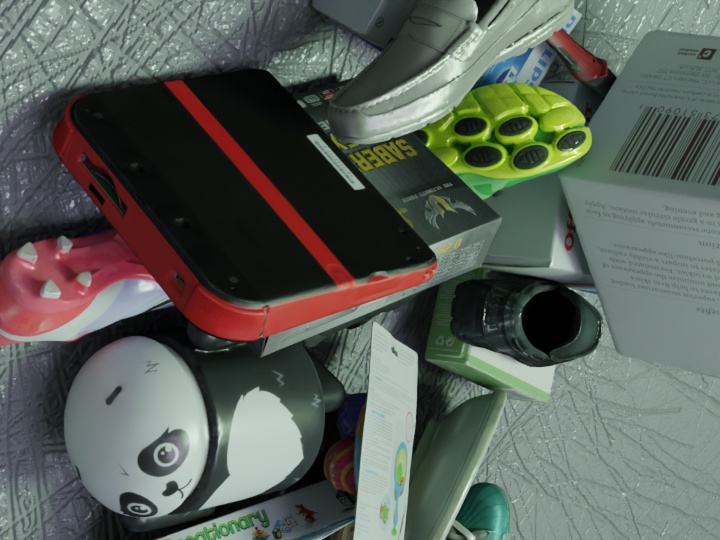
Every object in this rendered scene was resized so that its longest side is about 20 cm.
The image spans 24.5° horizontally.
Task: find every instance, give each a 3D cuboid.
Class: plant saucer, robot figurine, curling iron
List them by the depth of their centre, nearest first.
[{"bbox_3d":[-0.104,0.100,1.125,0.199,0.124,0.151,-6,88,-45],"label":"robot figurine"},{"bbox_3d":[0.170,-0.157,1.208,0.050,0.026,0.200,-55,136,-7],"label":"curling iron"},{"bbox_3d":[0.055,0.179,1.348,0.201,0.050,0.200,-63,176,-8],"label":"plant saucer"}]

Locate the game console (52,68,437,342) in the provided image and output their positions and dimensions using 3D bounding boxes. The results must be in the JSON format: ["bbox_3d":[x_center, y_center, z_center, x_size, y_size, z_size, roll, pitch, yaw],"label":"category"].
[{"bbox_3d":[-0.072,-0.045,1.001,0.176,0.200,0.031,-14,143,-42],"label":"game console"}]

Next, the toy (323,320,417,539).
[{"bbox_3d":[0.002,0.147,1.198,0.115,0.047,0.201,41,49,-68],"label":"toy"}]

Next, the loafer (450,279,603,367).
[{"bbox_3d":[0.145,0.043,1.301,0.200,0.070,0.069,11,86,-55],"label":"loafer"}]

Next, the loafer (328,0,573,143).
[{"bbox_3d":[0.054,-0.152,1.065,0.200,0.070,0.070,-39,125,-25],"label":"loafer"}]

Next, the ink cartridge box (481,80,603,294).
[{"bbox_3d":[0.180,-0.061,1.317,0.199,0.084,0.145,11,85,-49],"label":"ink cartridge box"}]

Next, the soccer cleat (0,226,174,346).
[{"bbox_3d":[-0.158,0.007,1.067,0.199,0.067,0.076,-12,156,-48],"label":"soccer cleat"}]

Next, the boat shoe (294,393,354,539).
[{"bbox_3d":[-0.013,0.170,1.325,0.063,0.073,0.201,-28,146,-42],"label":"boat shoe"}]

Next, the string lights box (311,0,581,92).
[{"bbox_3d":[0.065,-0.182,1.161,0.200,0.059,0.103,25,97,-52],"label":"string lights box"}]

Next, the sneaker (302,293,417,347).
[{"bbox_3d":[0.000,0.000,1.148,0.090,0.076,0.200,-22,180,17],"label":"sneaker"}]

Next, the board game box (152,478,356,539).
[{"bbox_3d":[-0.096,0.205,1.228,0.199,0.035,0.126,-13,163,-42],"label":"board game box"}]

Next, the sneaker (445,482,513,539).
[{"bbox_3d":[0.062,0.274,1.471,0.201,0.071,0.080,-58,146,4],"label":"sneaker"}]

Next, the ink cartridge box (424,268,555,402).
[{"bbox_3d":[0.127,-0.003,1.368,0.145,0.048,0.201,27,72,-52],"label":"ink cartridge box"}]

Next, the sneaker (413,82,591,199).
[{"bbox_3d":[0.068,-0.077,1.185,0.199,0.075,0.084,-16,163,16],"label":"sneaker"}]

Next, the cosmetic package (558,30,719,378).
[{"bbox_3d":[0.272,-0.044,1.221,0.165,0.164,0.201,-55,140,-30],"label":"cosmetic package"}]

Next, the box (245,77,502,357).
[{"bbox_3d":[-0.032,-0.041,1.068,0.199,0.158,0.048,-21,145,-38],"label":"box"}]
